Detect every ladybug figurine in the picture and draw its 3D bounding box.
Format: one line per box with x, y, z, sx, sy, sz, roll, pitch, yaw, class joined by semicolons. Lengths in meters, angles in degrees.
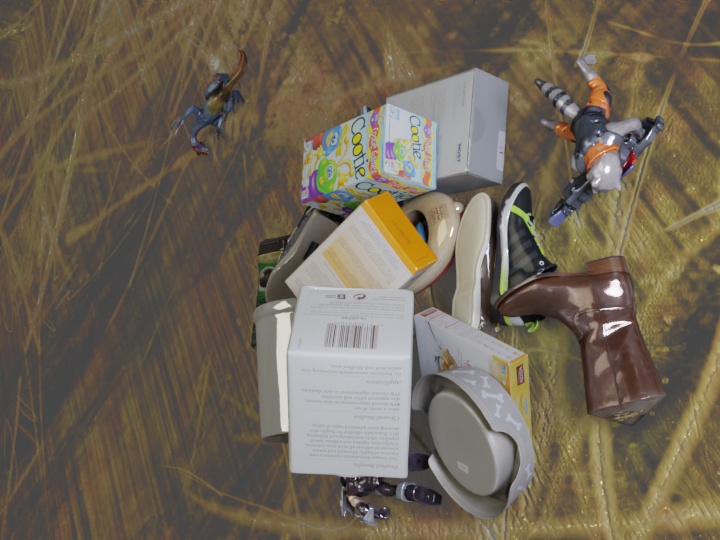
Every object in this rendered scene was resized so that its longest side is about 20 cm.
0.092;-0.035;1.566;0.199;0.071;0.138;-40;49;38;ladybug figurine

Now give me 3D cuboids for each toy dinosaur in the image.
-0.297;-0.324;2.175;0.201;0.105;0.181;-55;9;-35;toy dinosaur

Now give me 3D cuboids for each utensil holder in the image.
-0.082;0.161;1.649;0.169;0.168;0.204;-19;69;47;utensil holder

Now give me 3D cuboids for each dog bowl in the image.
0.148;0.217;1.363;0.200;0.058;0.203;42;143;41;dog bowl

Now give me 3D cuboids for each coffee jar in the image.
-0.131;0.039;1.813;0.103;0.084;0.204;-9;73;44;coffee jar

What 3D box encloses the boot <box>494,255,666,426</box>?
0.265;0.100;1.288;0.184;0.064;0.204;-20;65;25;boot

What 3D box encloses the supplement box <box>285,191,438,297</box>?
0.000;0.000;1.521;0.200;0.073;0.127;-42;81;33;supplement box

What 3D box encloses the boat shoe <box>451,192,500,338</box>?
0.172;-0.005;1.467;0.071;0.059;0.204;-14;67;60;boat shoe

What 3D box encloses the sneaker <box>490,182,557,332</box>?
0.228;-0.017;1.413;0.081;0.071;0.204;2;81;27;sneaker

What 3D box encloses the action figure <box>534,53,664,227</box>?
0.279;-0.159;1.351;0.201;0.103;0.195;-50;35;26;action figure

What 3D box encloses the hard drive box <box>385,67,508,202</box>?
0.121;-0.198;1.576;0.198;0.076;0.159;-7;74;51;hard drive box

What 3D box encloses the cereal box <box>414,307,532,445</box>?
0.150;0.148;1.414;0.199;0.039;0.147;25;129;52;cereal box

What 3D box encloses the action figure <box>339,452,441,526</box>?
0.031;0.309;1.546;0.199;0.068;0.133;-13;76;53;action figure

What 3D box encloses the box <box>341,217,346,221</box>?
-0.007;-0.059;1.663;0.200;0.038;0.042;-126;55;-73;box

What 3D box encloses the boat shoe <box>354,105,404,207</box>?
0.011;-0.172;1.699;0.072;0.072;0.203;-25;59;27;boat shoe

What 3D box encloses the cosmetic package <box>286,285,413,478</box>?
-0.012;0.151;1.435;0.167;0.164;0.203;-84;-4;-60;cosmetic package

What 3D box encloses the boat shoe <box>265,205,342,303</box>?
-0.091;-0.031;1.739;0.201;0.074;0.093;-54;15;20;boat shoe

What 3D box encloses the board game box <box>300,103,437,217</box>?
0.010;-0.158;1.559;0.198;0.102;0.107;-15;67;48;board game box
